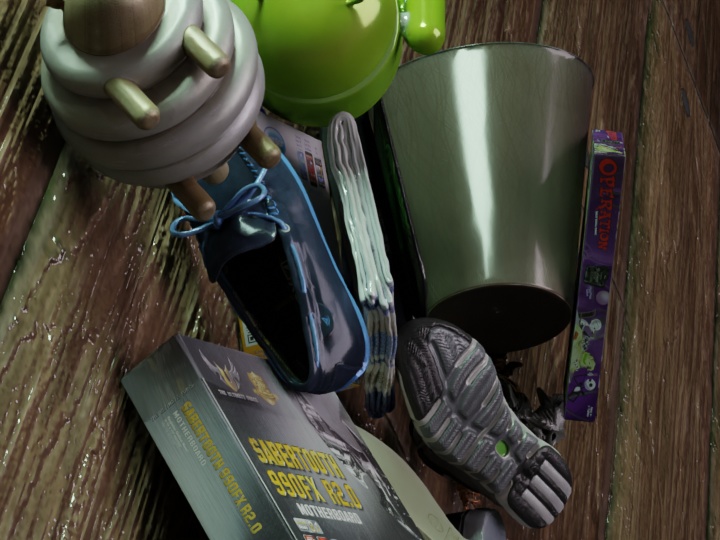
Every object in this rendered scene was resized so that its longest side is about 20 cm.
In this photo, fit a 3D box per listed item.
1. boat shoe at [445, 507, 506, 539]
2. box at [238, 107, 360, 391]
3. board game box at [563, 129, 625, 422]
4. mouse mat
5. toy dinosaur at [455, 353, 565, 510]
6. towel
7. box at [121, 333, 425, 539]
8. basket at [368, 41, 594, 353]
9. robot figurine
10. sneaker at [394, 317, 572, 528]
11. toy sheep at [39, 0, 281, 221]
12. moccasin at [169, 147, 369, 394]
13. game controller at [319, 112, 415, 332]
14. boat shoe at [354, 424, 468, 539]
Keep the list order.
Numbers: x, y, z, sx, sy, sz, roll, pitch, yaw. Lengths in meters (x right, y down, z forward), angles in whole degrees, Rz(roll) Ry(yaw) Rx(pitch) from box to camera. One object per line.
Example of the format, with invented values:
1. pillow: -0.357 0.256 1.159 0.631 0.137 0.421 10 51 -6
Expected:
1. boat shoe: 0.059 0.259 1.794 0.074 0.068 0.201 50 38 -53
2. box: -0.052 -0.021 1.723 0.119 0.041 0.202 20 60 -67
3. board game box: 0.175 0.002 1.928 0.120 0.032 0.202 -88 -177 -78
4. mouse mat: 0.028 -0.037 1.860 0.200 0.007 0.162 91 -14 -75
5. toy dinosaur: 0.081 0.103 1.977 0.136 0.102 0.201 43 53 -33
6. towel: 0.000 0.000 1.733 0.200 0.024 0.148 88 -9 -65
7. box: -0.042 0.126 1.529 0.159 0.048 0.200 59 16 23
8. basket: 0.098 -0.051 1.947 0.136 0.179 0.201 65 18 -60
9. robot figurine: -0.031 -0.160 1.698 0.200 0.174 0.117 63 28 -83
10. sneaker: 0.058 0.105 1.829 0.075 0.115 0.200 -48 122 -18
11. toy sheep: -0.115 -0.106 1.468 0.200 0.137 0.139 68 18 -52
12. moccasin: -0.061 -0.017 1.570 0.201 0.080 0.068 54 28 8
13. game controller: 0.012 -0.025 1.865 0.104 0.042 0.201 157 -80 -74
14. boat shoe: 0.030 0.183 1.724 0.200 0.063 0.071 46 21 0
